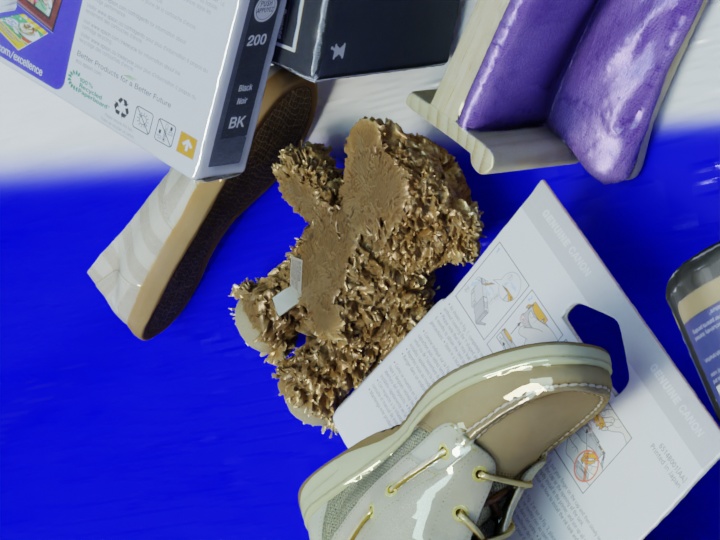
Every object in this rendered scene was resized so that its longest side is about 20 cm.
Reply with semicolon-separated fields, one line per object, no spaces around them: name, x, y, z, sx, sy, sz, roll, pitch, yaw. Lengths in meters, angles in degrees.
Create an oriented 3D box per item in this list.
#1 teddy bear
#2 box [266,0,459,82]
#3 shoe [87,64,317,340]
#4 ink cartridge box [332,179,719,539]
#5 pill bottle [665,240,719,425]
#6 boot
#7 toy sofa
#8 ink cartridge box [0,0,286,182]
teddy bear;0.000;0.000;1.599;0.145;0.067;0.200;44;127;36
box;-0.043;-0.222;1.557;0.198;0.123;0.200;24;112;35
shoe;-0.091;-0.045;1.652;0.053;0.070;0.200;45;123;16
ink cartridge box;0.090;0.085;1.480;0.176;0.045;0.200;-48;47;19
pill bottle;0.227;0.074;1.387;0.112;0.112;0.200;-30;78;37
boot;0.055;0.134;1.413;0.200;0.072;0.155;-36;51;36
toy sofa;0.113;-0.140;1.469;0.098;0.083;0.200;39;118;30
ink cartridge box;-0.118;-0.176;1.517;0.198;0.043;0.200;32;120;31
